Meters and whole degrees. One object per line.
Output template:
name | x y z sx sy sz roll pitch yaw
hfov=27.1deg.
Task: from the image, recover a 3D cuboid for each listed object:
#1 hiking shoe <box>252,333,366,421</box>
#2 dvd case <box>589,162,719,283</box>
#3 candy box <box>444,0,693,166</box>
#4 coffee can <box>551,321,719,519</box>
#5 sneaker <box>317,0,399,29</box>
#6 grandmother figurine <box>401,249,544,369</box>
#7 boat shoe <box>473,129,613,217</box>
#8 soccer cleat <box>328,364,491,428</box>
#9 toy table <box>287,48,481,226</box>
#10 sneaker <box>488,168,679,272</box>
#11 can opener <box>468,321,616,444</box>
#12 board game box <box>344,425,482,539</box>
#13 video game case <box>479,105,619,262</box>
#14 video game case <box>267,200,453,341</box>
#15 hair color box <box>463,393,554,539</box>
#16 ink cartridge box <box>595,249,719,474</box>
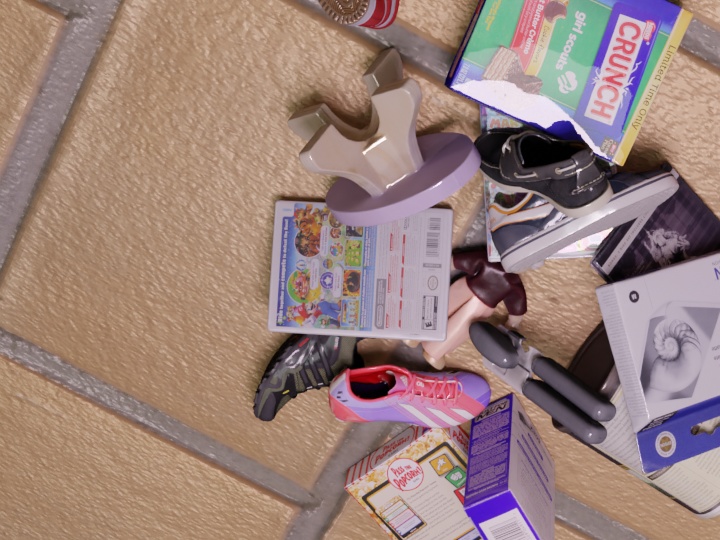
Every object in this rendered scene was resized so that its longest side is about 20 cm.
hiking shoe | -0.047 0.113 1.723 0.100 0.076 0.201 36 113 -6
dvd case | 0.350 0.007 1.601 0.200 0.016 0.149 45 68 -14
candy box | 0.208 -0.222 1.512 0.198 0.077 0.171 23 99 -5
coffee can | 0.333 0.162 1.655 0.199 0.147 0.147 32 115 -8
sneaker | -0.027 -0.331 1.527 0.071 0.112 0.202 -31 78 22
grandmother figurine | 0.136 0.026 1.669 0.121 0.061 0.200 34 117 -18
boat shoe | 0.174 -0.115 1.492 0.072 0.200 0.068 -40 122 -12
soccer cleat | 0.060 0.138 1.692 0.197 0.068 0.077 1 151 -15
toy table | 0.019 -0.133 1.554 0.198 0.185 0.118 -17 120 36
sneaker | 0.225 -0.074 1.539 0.198 0.078 0.080 -23 75 1
can opener | 0.189 0.120 1.601 0.066 0.199 0.053 3 113 -42
board game box | 0.100 0.282 1.798 0.151 0.046 0.200 -35 106 21
video game case | 0.200 -0.113 1.587 0.141 0.018 0.203 -3 98 9
video game case | 0.000 0.000 1.651 0.197 0.018 0.146 3 86 6
hair color box | 0.170 0.241 1.684 0.064 0.201 0.110 -25 110 19
ink cartridge box | 0.355 0.089 1.561 0.197 0.040 0.203 -15 90 -26
